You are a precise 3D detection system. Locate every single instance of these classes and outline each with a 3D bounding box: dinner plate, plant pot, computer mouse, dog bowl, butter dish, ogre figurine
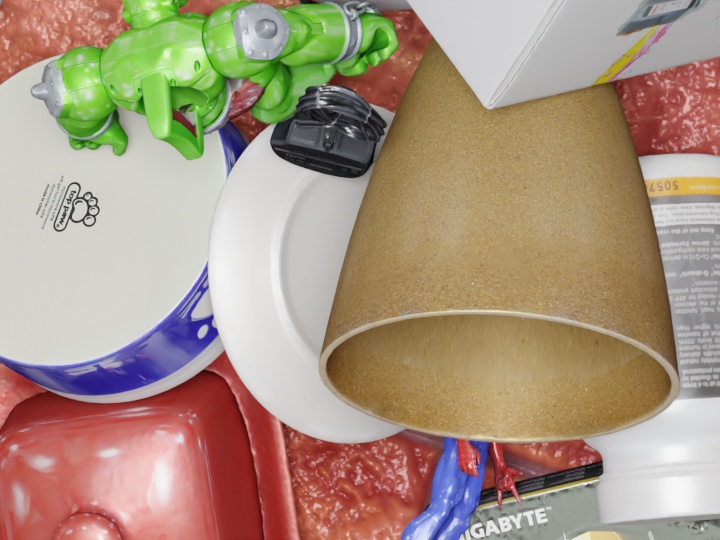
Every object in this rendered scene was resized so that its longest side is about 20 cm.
[{"bbox_3d":[0.000,0.000,1.193,0.024,0.199,0.202,-6,99,52],"label":"dinner plate"},{"bbox_3d":[0.076,-0.032,1.088,0.185,0.187,0.201,0,65,10],"label":"plant pot"},{"bbox_3d":[-0.015,-0.080,1.072,0.058,0.200,0.034,15,84,-3],"label":"computer mouse"},{"bbox_3d":[-0.155,-0.027,1.219,0.198,0.079,0.202,-6,71,17],"label":"dog bowl"},{"bbox_3d":[-0.148,0.152,1.246,0.198,0.148,0.202,-7,96,11],"label":"butter dish"},{"bbox_3d":[-0.089,-0.108,1.108,0.198,0.120,0.099,7,90,19],"label":"ogre figurine"}]

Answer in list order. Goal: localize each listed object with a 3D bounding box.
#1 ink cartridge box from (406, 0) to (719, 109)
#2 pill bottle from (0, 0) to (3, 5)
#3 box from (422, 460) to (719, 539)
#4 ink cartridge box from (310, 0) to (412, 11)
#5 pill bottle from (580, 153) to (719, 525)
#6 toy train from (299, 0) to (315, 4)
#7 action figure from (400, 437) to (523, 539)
[{"bbox_3d":[0.123,-0.194,1.040,0.146,0.199,0.145,55,136,22],"label":"ink cartridge box"},{"bbox_3d":[-0.312,-0.115,1.259,0.111,0.111,0.201,33,102,4],"label":"pill bottle"},{"bbox_3d":[0.152,0.200,1.251,0.198,0.049,0.161,-14,96,11],"label":"box"},{"bbox_3d":[0.001,-0.254,1.154,0.085,0.147,0.202,-3,88,20],"label":"ink cartridge box"},{"bbox_3d":[0.174,0.041,1.169,0.115,0.116,0.202,-5,80,10],"label":"pill bottle"},{"bbox_3d":[-0.090,-0.223,1.244,0.199,0.034,0.046,34,89,1],"label":"toy train"},{"bbox_3d":[0.064,0.113,1.214,0.051,0.065,0.202,5,75,30],"label":"action figure"}]
